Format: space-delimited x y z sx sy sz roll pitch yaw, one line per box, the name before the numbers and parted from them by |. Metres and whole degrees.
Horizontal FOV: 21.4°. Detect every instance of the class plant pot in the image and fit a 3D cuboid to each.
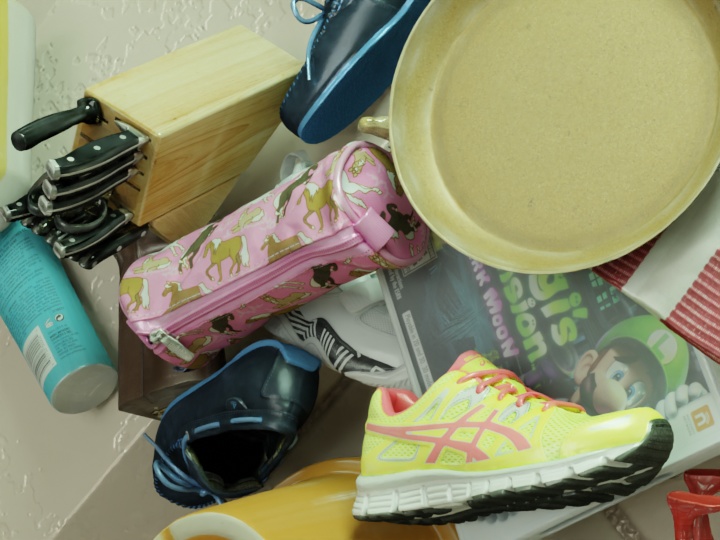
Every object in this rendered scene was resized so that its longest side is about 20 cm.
plant pot | 0.111 -0.092 1.029 0.200 0.027 0.200 -7 72 24
plant pot | -0.033 0.207 1.120 0.200 0.183 0.200 -6 80 35

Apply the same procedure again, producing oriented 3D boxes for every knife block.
knife block | -0.131 -0.089 1.175 0.064 0.176 0.200 33 83 21

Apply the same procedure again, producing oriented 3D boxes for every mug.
mug | -0.315 -0.105 1.365 0.149 0.186 0.153 -25 66 39

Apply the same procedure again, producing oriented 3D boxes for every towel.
towel | 0.183 -0.043 1.007 0.200 0.023 0.144 38 95 30

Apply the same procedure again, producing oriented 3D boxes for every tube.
tube | -0.239 0.016 1.386 0.077 0.050 0.200 -41 56 10

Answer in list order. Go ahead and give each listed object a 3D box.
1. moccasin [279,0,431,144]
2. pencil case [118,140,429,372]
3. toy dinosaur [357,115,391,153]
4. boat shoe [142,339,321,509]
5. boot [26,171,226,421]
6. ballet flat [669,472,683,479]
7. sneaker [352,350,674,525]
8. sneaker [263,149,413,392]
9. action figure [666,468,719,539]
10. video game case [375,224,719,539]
moccasin | 0.010 -0.174 1.221 0.068 0.080 0.200 39 93 19
pencil case | -0.052 -0.007 1.139 0.200 0.083 0.087 -27 57 33
toy dinosaur | 0.079 -0.110 1.152 0.058 0.200 0.101 56 156 -3
boat shoe | -0.091 0.110 1.200 0.200 0.084 0.069 124 160 -54
boot | -0.164 0.020 1.302 0.186 0.064 0.200 -24 67 43
ballet flat | 0.116 0.064 1.118 0.200 0.068 0.067 53 132 33
sneaker | 0.074 0.084 1.021 0.200 0.078 0.090 -12 72 36
sneaker | 0.000 0.000 1.195 0.200 0.075 0.115 27 101 39
action figure | 0.214 0.211 1.004 0.099 0.065 0.200 4 105 25
video game case | 0.105 0.039 1.068 0.182 0.023 0.200 -31 63 29
